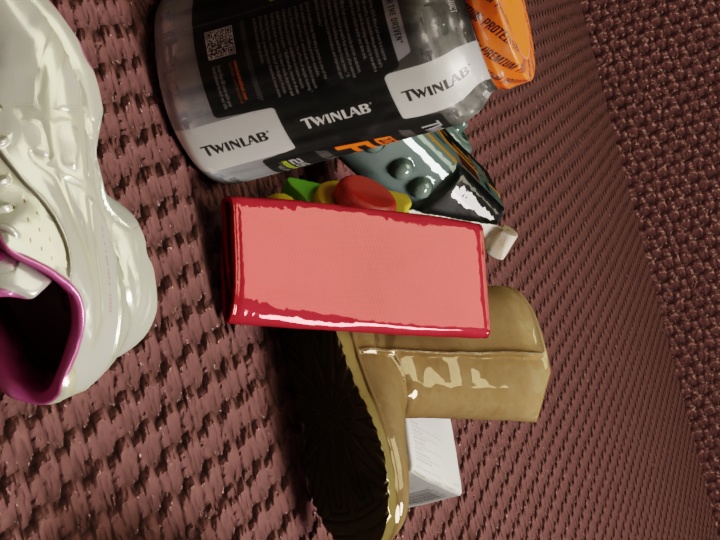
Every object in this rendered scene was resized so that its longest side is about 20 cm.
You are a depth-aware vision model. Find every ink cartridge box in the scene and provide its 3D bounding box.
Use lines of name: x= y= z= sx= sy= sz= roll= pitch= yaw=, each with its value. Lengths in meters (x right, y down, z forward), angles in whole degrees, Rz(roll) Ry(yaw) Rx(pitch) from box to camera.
ink cartridge box: x=0.018 y=0.058 z=1.177 sx=0.109 sy=0.050 sz=0.201 roll=37 pitch=41 yaw=-64

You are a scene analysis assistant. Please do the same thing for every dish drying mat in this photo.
dish drying mat: x=0.000 y=0.000 z=1.023 sx=0.199 sy=0.018 sz=0.077 roll=5 pitch=76 yaw=-39

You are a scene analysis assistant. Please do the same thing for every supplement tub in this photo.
supplement tub: x=-0.008 y=-0.130 z=0.971 sx=0.122 sy=0.199 sz=0.123 roll=-14 pitch=90 yaw=-73

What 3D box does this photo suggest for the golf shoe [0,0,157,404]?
golf shoe: x=-0.142 y=-0.038 z=0.675 sx=0.092 sy=0.075 sz=0.201 roll=-65 pitch=138 yaw=-60

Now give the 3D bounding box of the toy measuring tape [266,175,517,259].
toy measuring tape: x=0.026 y=-0.017 z=1.098 sx=0.199 sy=0.074 sz=0.074 roll=10 pitch=60 yaw=-30

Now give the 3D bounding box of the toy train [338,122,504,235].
toy train: x=0.021 y=-0.094 z=1.166 sx=0.200 sy=0.085 sz=0.114 roll=43 pitch=15 yaw=-35

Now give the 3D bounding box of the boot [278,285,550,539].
boot: x=0.051 y=0.088 z=1.080 sx=0.199 sy=0.066 sz=0.176 roll=4 pitch=69 yaw=-45
